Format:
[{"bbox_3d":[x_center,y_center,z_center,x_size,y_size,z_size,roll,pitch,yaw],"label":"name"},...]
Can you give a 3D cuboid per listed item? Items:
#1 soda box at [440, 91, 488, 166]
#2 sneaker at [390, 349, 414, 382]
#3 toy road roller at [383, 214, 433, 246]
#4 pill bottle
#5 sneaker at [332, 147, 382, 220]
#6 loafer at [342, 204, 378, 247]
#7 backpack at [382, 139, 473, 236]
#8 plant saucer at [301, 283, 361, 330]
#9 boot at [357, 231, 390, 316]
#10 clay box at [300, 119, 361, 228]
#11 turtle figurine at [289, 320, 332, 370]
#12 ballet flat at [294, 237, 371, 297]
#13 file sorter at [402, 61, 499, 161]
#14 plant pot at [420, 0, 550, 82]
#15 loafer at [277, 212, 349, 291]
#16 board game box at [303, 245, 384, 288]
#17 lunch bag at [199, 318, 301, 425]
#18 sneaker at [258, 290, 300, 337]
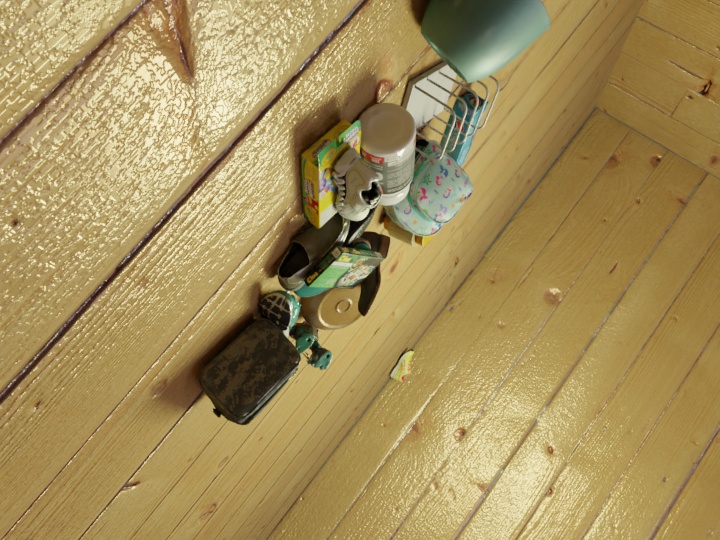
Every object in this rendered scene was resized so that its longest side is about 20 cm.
[{"bbox_3d":[0.263,-0.361,1.482,0.068,0.064,0.202,-39,158,-37],"label":"soda box"},{"bbox_3d":[0.244,0.512,3.016,0.078,0.090,0.202,-16,138,-61],"label":"sneaker"},{"bbox_3d":[0.156,-0.175,1.468,0.200,0.121,0.148,-46,148,-34],"label":"toy road roller"},{"bbox_3d":[0.051,-0.219,1.104,0.114,0.113,0.201,-48,162,-16],"label":"pill bottle"},{"bbox_3d":[0.000,-0.136,1.026,0.076,0.081,0.200,-51,164,-13],"label":"sneaker"},{"bbox_3d":[-0.032,-0.094,1.188,0.201,0.071,0.073,-52,176,-20],"label":"loafer"},{"bbox_3d":[0.155,-0.185,1.335,0.201,0.177,0.151,-49,-152,3],"label":"backpack"},{"bbox_3d":[-0.047,0.077,1.373,0.197,0.036,0.203,-16,132,-19],"label":"plant saucer"},{"bbox_3d":[0.000,0.000,1.315,0.075,0.095,0.204,145,-38,-67],"label":"boot"},{"bbox_3d":[-0.053,-0.179,1.015,0.115,0.047,0.201,-46,160,-26],"label":"clay box"},{"bbox_3d":[-0.141,0.170,1.336,0.199,0.148,0.102,10,-103,65],"label":"turtle figurine"},{"bbox_3d":[-0.065,-0.009,1.255,0.198,0.067,0.069,-30,119,0],"label":"ballet flat"},{"bbox_3d":[0.187,-0.346,1.207,0.199,0.124,0.140,-40,158,-37],"label":"file sorter"},{"bbox_3d":[0.201,-0.433,0.981,0.161,0.201,0.200,-44,166,16],"label":"plant pot"},{"bbox_3d":[-0.095,-0.044,1.115,0.201,0.075,0.070,-54,167,-1],"label":"loafer"},{"bbox_3d":[-0.030,-0.003,1.177,0.104,0.024,0.199,-41,161,18],"label":"board game box"},{"bbox_3d":[-0.228,0.215,1.174,0.200,0.139,0.168,-44,177,-26],"label":"lunch bag"},{"bbox_3d":[-0.166,0.082,1.195,0.080,0.077,0.201,-55,174,-24],"label":"sneaker"}]
